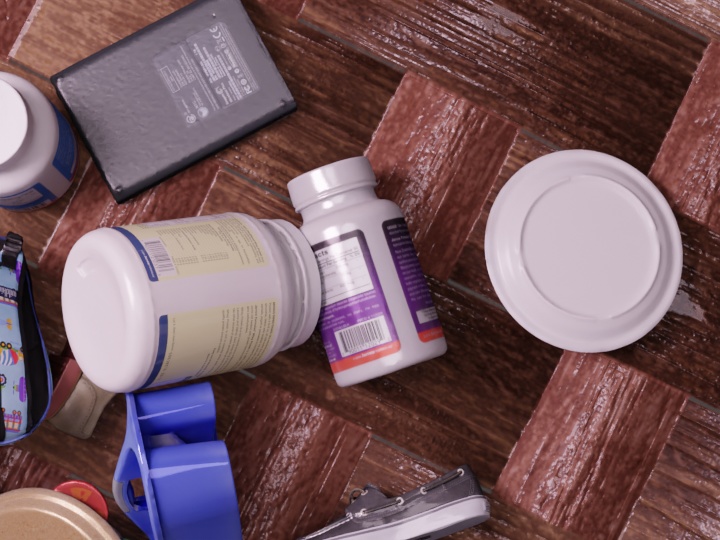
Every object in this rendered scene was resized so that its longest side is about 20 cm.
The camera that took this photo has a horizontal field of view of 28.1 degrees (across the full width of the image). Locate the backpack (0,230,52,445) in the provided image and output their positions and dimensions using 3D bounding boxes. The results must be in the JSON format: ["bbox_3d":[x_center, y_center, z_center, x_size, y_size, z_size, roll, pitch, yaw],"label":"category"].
[{"bbox_3d":[-0.373,0.076,1.279,0.182,0.135,0.200,-2,65,-42],"label":"backpack"}]

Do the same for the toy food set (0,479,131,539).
[{"bbox_3d":[-0.283,0.288,1.323,0.200,0.049,0.198,0,100,19],"label":"toy food set"}]

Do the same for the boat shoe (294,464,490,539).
[{"bbox_3d":[0.021,0.231,1.367,0.200,0.070,0.066,-17,69,-1],"label":"boat shoe"}]

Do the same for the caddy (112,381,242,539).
[{"bbox_3d":[-0.171,0.190,1.298,0.105,0.200,0.142,-12,51,-10],"label":"caddy"}]

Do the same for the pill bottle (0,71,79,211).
[{"bbox_3d":[-0.324,-0.118,1.306,0.112,0.200,0.112,0,85,-3],"label":"pill bottle"}]

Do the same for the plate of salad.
[{"bbox_3d":[0.215,-0.018,1.403,0.200,0.048,0.200,2,79,-10],"label":"plate of salad"}]

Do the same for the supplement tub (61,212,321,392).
[{"bbox_3d":[-0.150,0.024,1.296,0.200,0.145,0.145,-9,85,-37],"label":"supplement tub"}]

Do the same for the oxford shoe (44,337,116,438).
[{"bbox_3d":[-0.236,0.067,1.375,0.075,0.070,0.200,39,80,-29],"label":"oxford shoe"}]

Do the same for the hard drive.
[{"bbox_3d":[-0.181,-0.172,1.401,0.200,0.033,0.140,-28,88,-5],"label":"hard drive"}]

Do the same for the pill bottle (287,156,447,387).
[{"bbox_3d":[0.000,0.000,1.358,0.111,0.111,0.200,-18,86,-4],"label":"pill bottle"}]
